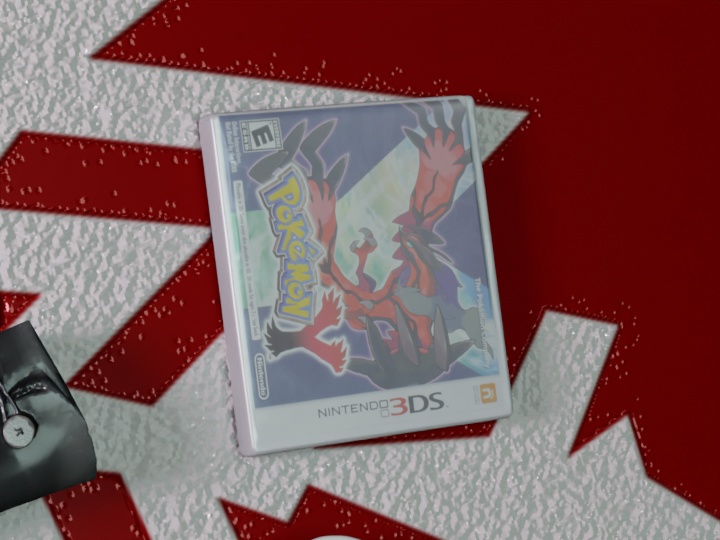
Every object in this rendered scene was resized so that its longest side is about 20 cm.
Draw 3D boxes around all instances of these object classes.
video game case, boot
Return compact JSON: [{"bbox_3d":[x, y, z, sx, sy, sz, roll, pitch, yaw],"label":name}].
[{"bbox_3d":[0.000,0.000,1.381,0.182,0.023,0.201,-6,88,-29],"label":"video game case"},{"bbox_3d":[-0.229,0.137,1.224,0.200,0.066,0.165,-25,99,-33],"label":"boot"}]

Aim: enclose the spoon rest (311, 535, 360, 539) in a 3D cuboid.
[{"bbox_3d":[0.014,0.244,1.342,0.099,0.061,0.200,-40,104,-26],"label":"spoon rest"}]
